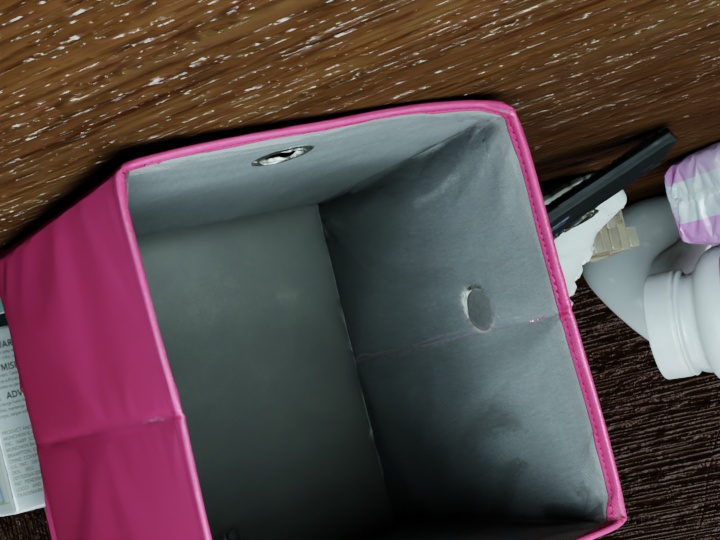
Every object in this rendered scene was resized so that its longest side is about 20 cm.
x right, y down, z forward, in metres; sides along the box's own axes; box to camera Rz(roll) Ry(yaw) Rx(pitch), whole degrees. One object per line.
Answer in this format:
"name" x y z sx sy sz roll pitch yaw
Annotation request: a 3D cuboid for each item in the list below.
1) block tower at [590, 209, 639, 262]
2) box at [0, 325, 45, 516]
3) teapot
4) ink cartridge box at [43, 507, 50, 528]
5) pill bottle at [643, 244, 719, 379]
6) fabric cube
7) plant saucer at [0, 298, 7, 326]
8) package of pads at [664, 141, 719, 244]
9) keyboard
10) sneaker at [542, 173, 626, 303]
"block tower" 0.125 -0.025 1.063 0.200 0.058 0.054 -9 173 -34
"box" -0.193 0.090 0.831 0.112 0.102 0.200 -12 174 -27
"teapot" 0.321 -0.009 1.299 0.197 0.200 0.146 26 109 -29
"ink cartridge box" -0.218 0.144 1.093 0.085 0.200 0.146 -18 177 -25
"pill bottle" 0.324 0.027 1.030 0.200 0.112 0.112 -11 177 25
"fabric cube" -0.034 0.051 0.624 0.196 0.200 0.199 -13 177 -30
"plant saucer" -0.166 0.013 0.794 0.200 0.027 0.200 -14 174 -1
"package of pads" 0.342 -0.073 1.029 0.200 0.076 0.120 -10 178 -37
"keyboard" 0.111 -0.026 0.869 0.200 0.021 0.127 -33 170 -5
"sneaker" 0.124 -0.001 0.979 0.200 0.087 0.075 -36 -179 -25
